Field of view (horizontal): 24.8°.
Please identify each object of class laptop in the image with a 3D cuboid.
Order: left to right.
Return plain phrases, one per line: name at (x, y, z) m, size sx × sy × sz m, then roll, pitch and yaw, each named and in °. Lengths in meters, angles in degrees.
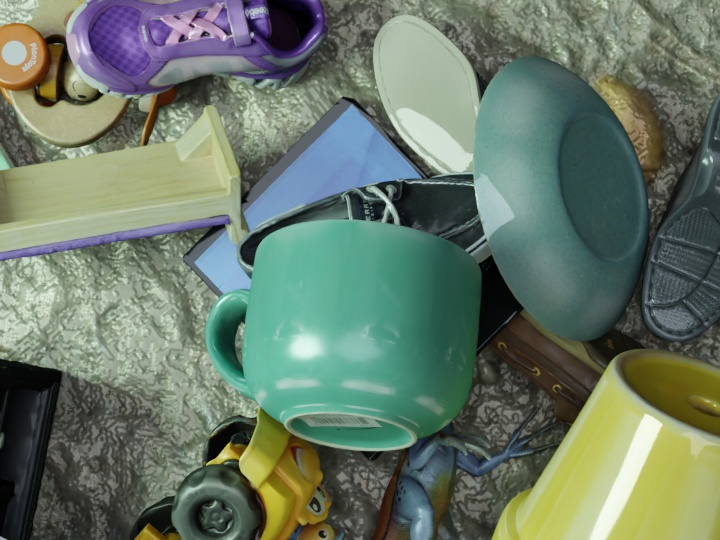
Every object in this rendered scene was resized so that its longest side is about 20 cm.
laptop at (0.000, 0.000, 1.164) m, size 0.177 × 0.200 × 0.103 m, roll -45°, pitch 128°, yaw -2°

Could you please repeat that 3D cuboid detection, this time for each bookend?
bookend at (-0.284, 0.154, 1.112) m, size 0.091 × 0.200 × 0.201 m, roll 10°, pitch 85°, yaw 2°

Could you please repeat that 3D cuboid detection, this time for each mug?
mug at (-0.007, 0.054, 1.068) m, size 0.151 × 0.185 × 0.116 m, roll 14°, pitch 67°, yaw -21°

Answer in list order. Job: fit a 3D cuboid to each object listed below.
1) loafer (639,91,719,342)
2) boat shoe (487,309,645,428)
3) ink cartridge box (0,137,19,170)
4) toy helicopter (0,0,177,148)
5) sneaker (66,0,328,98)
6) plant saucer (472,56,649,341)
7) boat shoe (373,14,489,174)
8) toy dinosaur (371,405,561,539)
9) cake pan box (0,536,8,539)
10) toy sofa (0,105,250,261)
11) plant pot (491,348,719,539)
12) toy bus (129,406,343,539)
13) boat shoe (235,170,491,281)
loafer at (0.250, -0.037, 1.171) m, size 0.071 × 0.063 × 0.202 m, roll 22°, pitch 78°, yaw 2°
boat shoe at (0.170, 0.082, 1.180) m, size 0.200 × 0.072 × 0.068 m, roll 42°, pitch 120°, yaw -4°
ink cartridge box at (-0.358, -0.058, 1.209) m, size 0.199 × 0.050 × 0.162 m, roll -34°, pitch 85°, yaw -4°
toy helicopter at (-0.172, -0.176, 1.202) m, size 0.132 × 0.079 × 0.201 m, roll 35°, pitch 81°, yaw 5°
sneaker at (-0.106, -0.170, 1.151) m, size 0.198 × 0.088 × 0.081 m, roll -7°, pitch 87°, yaw -31°
plant saucer at (0.153, -0.054, 1.131) m, size 0.038 × 0.200 × 0.203 m, roll -14°, pitch 84°, yaw 39°
boat shoe at (0.081, -0.100, 1.198) m, size 0.073 × 0.063 × 0.201 m, roll -41°, pitch 75°, yaw 16°
toy dinosaur at (0.042, 0.137, 1.166) m, size 0.198 × 0.105 × 0.183 m, roll -16°, pitch 66°, yaw 10°
cake pan box at (-0.286, 0.229, 1.065) m, size 0.199 × 0.185 × 0.053 m, roll 28°, pitch 41°, yaw -12°
toy sofa at (-0.181, -0.039, 1.145) m, size 0.198 × 0.098 × 0.083 m, roll -10°, pitch 44°, yaw -14°
plant pot at (0.195, 0.165, 1.071) m, size 0.199 × 0.201 × 0.191 m, roll 19°, pitch 110°, yaw 3°
toy bus at (-0.067, 0.218, 1.123) m, size 0.192 × 0.136 × 0.200 m, roll 39°, pitch 105°, yaw -2°
boat shoe at (0.010, -0.029, 1.128) m, size 0.198 × 0.068 × 0.072 m, roll -13°, pitch 66°, yaw 13°
